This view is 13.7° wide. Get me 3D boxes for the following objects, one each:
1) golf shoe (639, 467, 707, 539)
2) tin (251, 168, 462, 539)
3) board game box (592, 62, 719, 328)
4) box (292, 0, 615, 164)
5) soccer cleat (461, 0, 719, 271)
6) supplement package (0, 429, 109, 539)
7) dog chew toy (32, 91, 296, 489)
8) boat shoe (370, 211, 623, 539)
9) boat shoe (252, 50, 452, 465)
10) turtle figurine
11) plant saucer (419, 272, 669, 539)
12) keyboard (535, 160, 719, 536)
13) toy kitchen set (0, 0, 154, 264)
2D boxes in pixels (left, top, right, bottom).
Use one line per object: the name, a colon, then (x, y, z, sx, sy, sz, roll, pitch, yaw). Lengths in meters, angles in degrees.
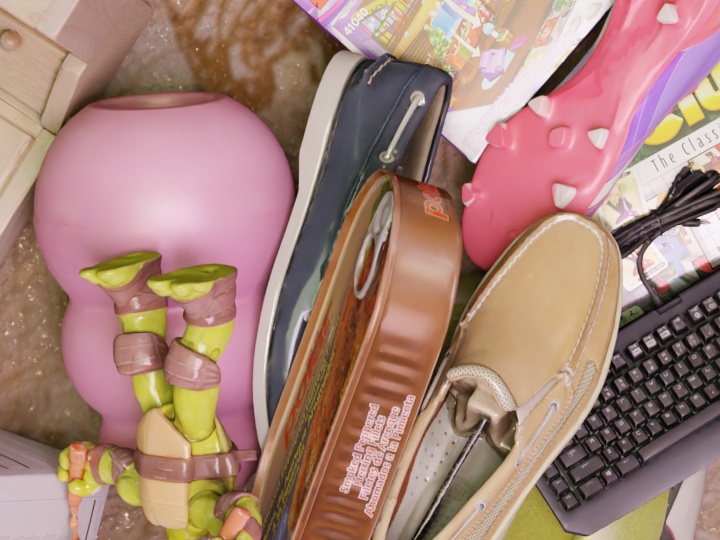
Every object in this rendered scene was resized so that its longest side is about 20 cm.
golf shoe: (0.129, 0.165, 1.422, 0.088, 0.077, 0.201, 24, 85, -28)
tin: (-0.004, 0.054, 1.298, 0.042, 0.112, 0.201, 14, 111, -17)
board game box: (0.178, -0.060, 1.423, 0.199, 0.023, 0.105, -30, 87, 6)
box: (0.070, -0.170, 1.419, 0.137, 0.039, 0.200, 42, 96, 1)
soccer cleat: (0.121, -0.078, 1.389, 0.067, 0.076, 0.201, 46, 112, 33)
supplement package: (-0.217, 0.129, 1.366, 0.109, 0.200, 0.115, 17, 93, 23)
dog chew toy: (-0.088, 0.020, 1.406, 0.124, 0.125, 0.202, -3, 100, 5)
boat shoe: (0.060, 0.056, 1.309, 0.071, 0.076, 0.201, 20, 72, 15)
boat shoe: (0.000, 0.000, 1.383, 0.061, 0.075, 0.201, 11, 84, 21)
turtle figurine: (-0.075, 0.078, 1.306, 0.064, 0.200, 0.163, -9, 103, -28)
plant saucer: (0.045, 0.095, 1.399, 0.199, 0.031, 0.201, -6, 73, 21)
keyboard: (0.146, 0.024, 1.374, 0.199, 0.021, 0.127, -30, 72, -15)
toy kitchen set: (-0.225, -0.087, 1.378, 0.163, 0.180, 0.201, 32, 91, 4)
